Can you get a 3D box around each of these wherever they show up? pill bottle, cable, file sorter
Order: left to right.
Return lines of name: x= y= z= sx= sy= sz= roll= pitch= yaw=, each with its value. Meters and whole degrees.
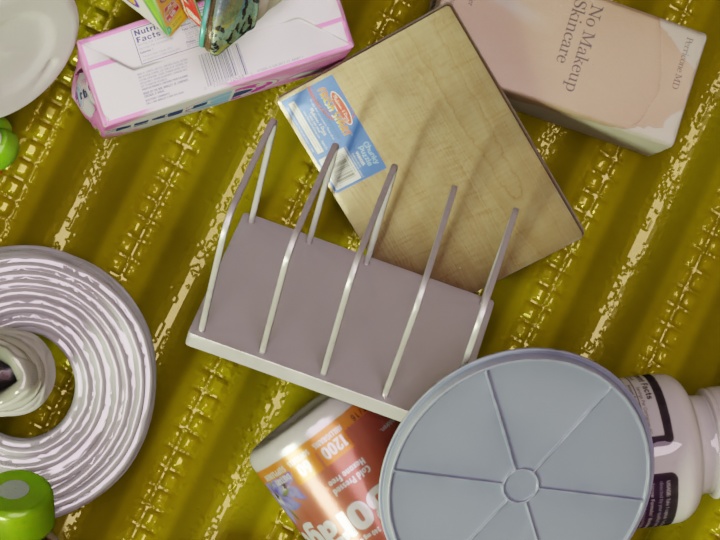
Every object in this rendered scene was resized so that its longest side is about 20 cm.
pill bottle: x=-0.299 y=-0.209 z=1.599 sx=0.120 sy=0.120 sz=0.200 roll=-42 pitch=62 yaw=-6
cable: x=-0.246 y=0.081 z=1.649 sx=0.199 sy=0.069 sz=0.201 roll=30 pitch=85 yaw=-4
file sorter: x=0.000 y=0.000 z=1.608 sx=0.199 sy=0.125 sz=0.139 roll=20 pitch=43 yaw=2
pill bottle: x=0.019 y=0.182 z=1.653 sx=0.112 sy=0.112 sz=0.200 roll=-37 pitch=92 yaw=-6
pill bottle: x=0.186 y=0.136 z=1.674 sx=0.198 sy=0.111 sz=0.112 roll=-6 pitch=89 yaw=-6

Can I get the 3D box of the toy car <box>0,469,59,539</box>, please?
toy car: x=-0.271 y=0.262 z=1.548 sx=0.157 sy=0.200 sz=0.165 roll=-3 pitch=122 yaw=-6

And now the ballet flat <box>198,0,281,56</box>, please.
ballet flat: x=-0.071 y=-0.225 z=1.578 sx=0.074 sy=0.074 sz=0.201 roll=8 pitch=51 yaw=-6

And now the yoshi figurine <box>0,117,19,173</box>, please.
yoshi figurine: x=-0.345 y=-0.074 z=1.627 sx=0.199 sy=0.112 sz=0.113 roll=-28 pitch=85 yaw=-10

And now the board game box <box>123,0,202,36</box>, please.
board game box: x=-0.190 y=-0.234 z=1.563 sx=0.200 sy=0.096 sz=0.030 roll=36 pitch=77 yaw=16

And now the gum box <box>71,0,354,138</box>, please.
gum box: x=-0.112 y=-0.155 z=1.649 sx=0.199 sy=0.113 sz=0.067 roll=-18 pitch=90 yaw=-7

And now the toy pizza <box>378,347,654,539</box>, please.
toy pizza: x=0.107 y=0.143 z=1.585 sx=0.199 sy=0.032 sz=0.202 roll=-5 pitch=112 yaw=-11

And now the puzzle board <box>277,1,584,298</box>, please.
puzzle board: x=0.052 y=-0.077 z=1.669 sx=0.150 sy=0.017 sz=0.201 roll=-27 pitch=105 yaw=20

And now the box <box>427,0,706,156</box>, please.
box: x=0.146 y=-0.161 z=1.697 sx=0.199 sy=0.078 sz=0.096 roll=17 pitch=87 yaw=-5

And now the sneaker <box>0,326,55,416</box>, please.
sneaker: x=-0.310 y=0.067 z=1.557 sx=0.198 sy=0.099 sz=0.079 roll=-5 pitch=87 yaw=-6
